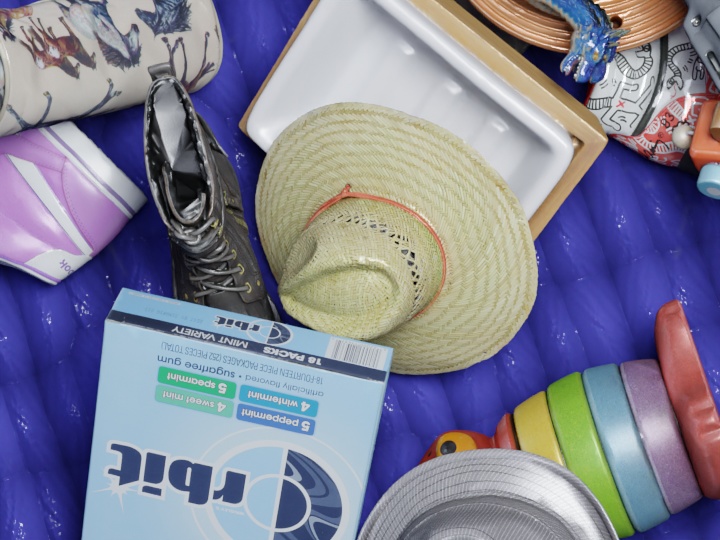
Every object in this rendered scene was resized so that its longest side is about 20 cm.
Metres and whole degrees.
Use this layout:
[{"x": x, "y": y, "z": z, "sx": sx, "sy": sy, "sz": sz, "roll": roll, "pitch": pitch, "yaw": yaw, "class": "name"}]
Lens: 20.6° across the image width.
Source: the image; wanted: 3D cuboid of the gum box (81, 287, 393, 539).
[{"x": -0.079, "y": 0.122, "z": 1.210, "sx": 0.168, "sy": 0.045, "sz": 0.202, "roll": 12, "pitch": 119, "yaw": 3, "class": "gum box"}]

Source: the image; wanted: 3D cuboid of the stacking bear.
[{"x": 0.126, "y": 0.119, "z": 1.230, "sx": 0.198, "sy": 0.114, "sz": 0.122, "roll": -19, "pitch": 44, "yaw": 9, "class": "stacking bear"}]

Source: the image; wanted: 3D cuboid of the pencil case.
[{"x": -0.179, "y": -0.139, "z": 1.240, "sx": 0.077, "sy": 0.199, "sz": 0.090, "roll": -13, "pitch": 95, "yaw": 43, "class": "pencil case"}]

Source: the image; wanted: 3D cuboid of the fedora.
[{"x": 0.069, "y": 0.207, "z": 1.142, "sx": 0.175, "sy": 0.090, "sz": 0.202, "roll": 0, "pitch": 90, "yaw": 14, "class": "fedora"}]

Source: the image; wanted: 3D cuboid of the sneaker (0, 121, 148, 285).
[{"x": -0.246, "y": -0.077, "z": 1.289, "sx": 0.114, "sy": 0.073, "sz": 0.200, "roll": -45, "pitch": 83, "yaw": -2, "class": "sneaker"}]

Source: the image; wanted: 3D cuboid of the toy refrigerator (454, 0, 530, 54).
[{"x": 0.149, "y": -0.234, "z": 1.299, "sx": 0.070, "sy": 0.076, "sz": 0.200, "roll": 42, "pitch": 84, "yaw": 7, "class": "toy refrigerator"}]

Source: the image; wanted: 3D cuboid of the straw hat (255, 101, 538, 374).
[{"x": 0.000, "y": 0.000, "z": 1.204, "sx": 0.201, "sy": 0.202, "sz": 0.085, "roll": 38, "pitch": 40, "yaw": 7, "class": "straw hat"}]

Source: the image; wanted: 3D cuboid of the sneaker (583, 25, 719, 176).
[{"x": 0.211, "y": -0.171, "z": 1.291, "sx": 0.107, "sy": 0.067, "sz": 0.203, "roll": 21, "pitch": 85, "yaw": 2, "class": "sneaker"}]

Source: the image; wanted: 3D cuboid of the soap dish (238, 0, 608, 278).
[{"x": 0.041, "y": -0.091, "z": 1.248, "sx": 0.200, "sy": 0.081, "sz": 0.158, "roll": 39, "pitch": 121, "yaw": 6, "class": "soap dish"}]

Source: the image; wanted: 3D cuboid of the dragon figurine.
[{"x": 0.127, "y": -0.212, "z": 1.210, "sx": 0.098, "sy": 0.059, "sz": 0.202, "roll": 10, "pitch": 82, "yaw": 3, "class": "dragon figurine"}]

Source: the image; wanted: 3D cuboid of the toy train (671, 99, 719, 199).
[{"x": 0.271, "y": -0.136, "z": 1.189, "sx": 0.149, "sy": 0.056, "sz": 0.201, "roll": 12, "pitch": 68, "yaw": 31, "class": "toy train"}]

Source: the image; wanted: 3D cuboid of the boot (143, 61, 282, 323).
[{"x": -0.098, "y": -0.012, "z": 1.221, "sx": 0.069, "sy": 0.174, "sz": 0.202, "roll": -16, "pitch": 81, "yaw": -1, "class": "boot"}]

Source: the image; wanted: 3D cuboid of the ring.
[{"x": 0.142, "y": -0.233, "z": 1.252, "sx": 0.198, "sy": 0.019, "sz": 0.203, "roll": 0, "pitch": 80, "yaw": 1, "class": "ring"}]

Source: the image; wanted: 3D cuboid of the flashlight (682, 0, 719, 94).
[{"x": 0.204, "y": -0.204, "z": 1.179, "sx": 0.067, "sy": 0.068, "sz": 0.201, "roll": -10, "pitch": 62, "yaw": -31, "class": "flashlight"}]
